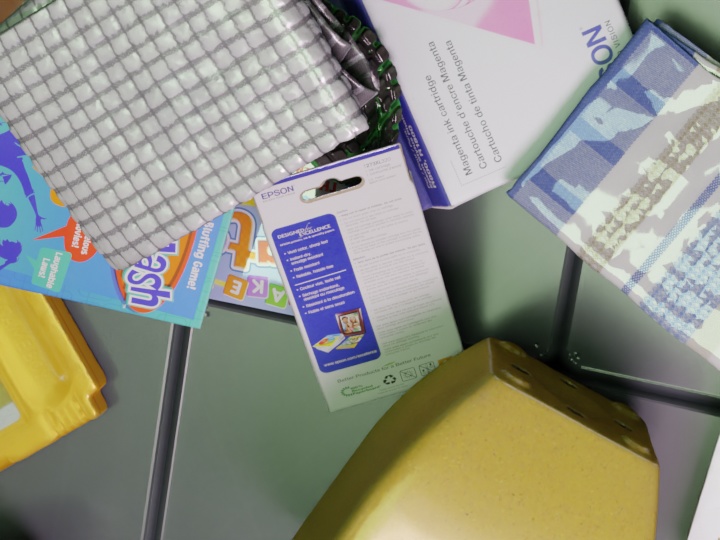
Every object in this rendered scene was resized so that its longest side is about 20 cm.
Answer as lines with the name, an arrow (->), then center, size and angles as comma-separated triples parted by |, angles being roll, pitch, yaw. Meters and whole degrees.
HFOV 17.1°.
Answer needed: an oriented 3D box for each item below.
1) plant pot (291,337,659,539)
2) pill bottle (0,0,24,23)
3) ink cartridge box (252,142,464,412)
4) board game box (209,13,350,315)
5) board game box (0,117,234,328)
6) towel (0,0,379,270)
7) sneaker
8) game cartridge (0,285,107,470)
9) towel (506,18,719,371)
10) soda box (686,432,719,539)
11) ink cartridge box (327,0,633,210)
plant pot -> 0.081, 0.158, 1.459 | 0.194, 0.196, 0.200 | 29, 101, -3
pill bottle -> -0.163, -0.212, 1.498 | 0.112, 0.112, 0.200 | 35, 106, 6
ink cartridge box -> 0.000, 0.000, 1.474 | 0.095, 0.037, 0.200 | -16, 134, 2
board game box -> -0.054, -0.075, 1.535 | 0.151, 0.037, 0.200 | 11, 104, 10
board game box -> -0.177, -0.058, 1.481 | 0.200, 0.045, 0.152 | 12, 116, -10
towel -> -0.104, -0.115, 1.370 | 0.200, 0.086, 0.166 | -30, 99, 23
sneaker -> -0.045, -0.141, 1.449 | 0.078, 0.085, 0.200 | -35, 101, -18
game cartridge -> -0.290, 0.061, 1.627 | 0.200, 0.032, 0.176 | -29, 92, 19
towel -> 0.207, -0.039, 1.427 | 0.200, 0.024, 0.147 | 39, 94, 10
soda box -> 0.255, 0.109, 1.479 | 0.068, 0.064, 0.200 | 17, 105, 11
ink cartridge box -> 0.057, -0.146, 1.465 | 0.200, 0.043, 0.196 | -24, 97, 3
